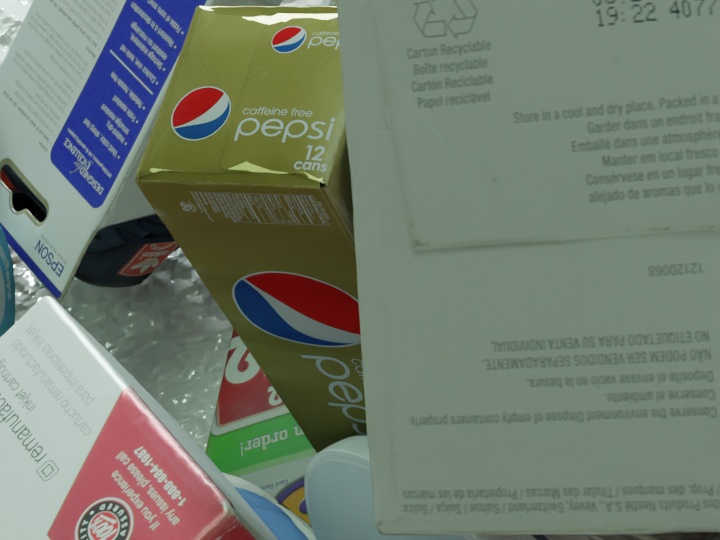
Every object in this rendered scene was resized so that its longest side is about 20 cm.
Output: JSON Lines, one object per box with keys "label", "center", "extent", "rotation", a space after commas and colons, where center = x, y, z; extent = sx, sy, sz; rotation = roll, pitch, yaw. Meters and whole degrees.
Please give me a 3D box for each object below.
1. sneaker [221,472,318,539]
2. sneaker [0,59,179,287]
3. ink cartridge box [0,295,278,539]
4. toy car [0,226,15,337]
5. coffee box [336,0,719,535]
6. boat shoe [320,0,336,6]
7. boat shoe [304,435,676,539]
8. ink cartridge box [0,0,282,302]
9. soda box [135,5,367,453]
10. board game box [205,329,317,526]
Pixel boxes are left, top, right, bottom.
{"label": "sneaker", "center": [-0.030, 0.145, 0.796], "extent": [0.076, 0.077, 0.201], "rotation": [-33, 58, 12]}
{"label": "sneaker", "center": [-0.073, -0.032, 0.965], "extent": [0.199, 0.075, 0.085], "rotation": [10, 97, 45]}
{"label": "ink cartridge box", "center": [-0.121, 0.128, 0.766], "extent": [0.200, 0.083, 0.145], "rotation": [-44, 40, -4]}
{"label": "toy car", "center": [-0.207, 0.023, 0.977], "extent": [0.183, 0.178, 0.200], "rotation": [-4, 25, 8]}
{"label": "coffee box", "center": [0.126, -0.039, 0.738], "extent": [0.199, 0.197, 0.201], "rotation": [-3, 96, 28]}
{"label": "boat shoe", "center": [0.010, -0.111, 0.992], "extent": [0.073, 0.067, 0.201], "rotation": [-4, 56, 24]}
{"label": "boat shoe", "center": [0.071, 0.107, 0.788], "extent": [0.200, 0.074, 0.065], "rotation": [33, 41, 27]}
{"label": "ink cartridge box", "center": [-0.078, -0.094, 0.902], "extent": [0.095, 0.037, 0.201], "rotation": [44, 110, 41]}
{"label": "soda box", "center": [0.000, 0.000, 0.799], "extent": [0.064, 0.200, 0.068], "rotation": [3, 59, 22]}
{"label": "board game box", "center": [-0.015, 0.090, 0.890], "extent": [0.095, 0.030, 0.201], "rotation": [-4, 58, 24]}
